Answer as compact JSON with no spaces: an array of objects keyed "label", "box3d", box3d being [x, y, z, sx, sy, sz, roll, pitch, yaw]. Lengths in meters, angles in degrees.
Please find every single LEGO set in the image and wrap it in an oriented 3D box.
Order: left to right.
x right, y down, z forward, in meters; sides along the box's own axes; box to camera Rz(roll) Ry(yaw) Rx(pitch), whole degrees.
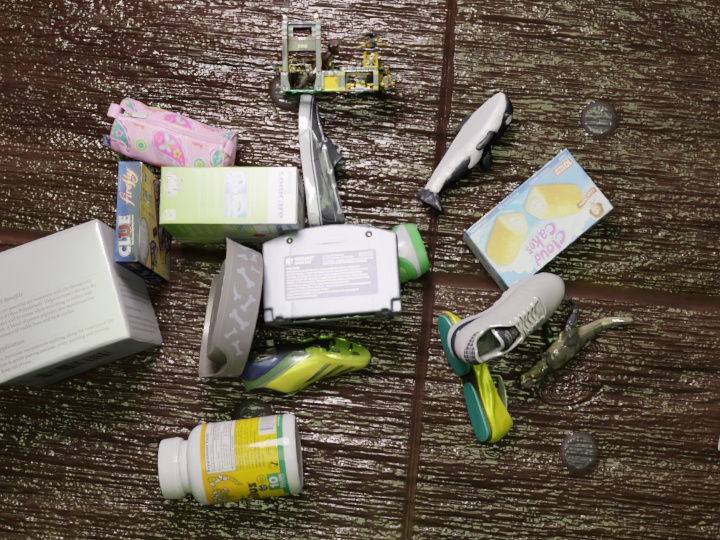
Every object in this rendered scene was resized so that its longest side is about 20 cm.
[{"label":"LEGO set","box3d":[-0.043,-0.327,1.443,0.195,0.154,0.119,1,99,9]}]

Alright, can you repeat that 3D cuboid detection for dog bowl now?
[{"label":"dog bowl","box3d":[-0.185,0.058,1.374,0.057,0.200,0.205,11,82,-13]}]

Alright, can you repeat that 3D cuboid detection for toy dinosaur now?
[{"label":"toy dinosaur","box3d":[0.303,0.094,1.432,0.198,0.047,0.089,-33,89,-6]}]

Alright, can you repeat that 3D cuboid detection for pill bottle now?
[{"label":"pill bottle","box3d":[-0.184,0.273,1.378,0.195,0.113,0.116,-7,81,0]}]

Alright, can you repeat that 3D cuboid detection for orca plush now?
[{"label":"orca plush","box3d":[0.176,-0.168,1.459,0.071,0.105,0.202,36,80,-25]}]

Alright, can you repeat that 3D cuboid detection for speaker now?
[{"label":"speaker","box3d":[0.000,0.000,1.428,0.196,0.088,0.090,-21,82,-2]}]

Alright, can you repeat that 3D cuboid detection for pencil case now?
[{"label":"pencil case","box3d":[-0.285,-0.198,1.463,0.196,0.087,0.089,18,82,3]}]

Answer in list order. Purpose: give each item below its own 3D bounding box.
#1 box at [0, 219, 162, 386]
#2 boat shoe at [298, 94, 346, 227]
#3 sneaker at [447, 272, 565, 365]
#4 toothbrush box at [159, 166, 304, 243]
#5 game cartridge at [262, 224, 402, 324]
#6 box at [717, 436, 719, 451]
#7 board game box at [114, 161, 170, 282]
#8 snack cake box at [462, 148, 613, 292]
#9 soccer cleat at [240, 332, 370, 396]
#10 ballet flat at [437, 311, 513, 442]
[{"label":"box","box3d":[-0.415,0.052,1.371,0.195,0.200,0.175,-19,84,-1]},{"label":"boat shoe","box3d":[-0.055,-0.167,1.461,0.066,0.072,0.205,-7,84,2]},{"label":"sneaker","box3d":[0.220,0.073,1.361,0.198,0.080,0.077,-34,103,-15]},{"label":"toothbrush box","box3d":[-0.183,-0.094,1.415,0.195,0.146,0.088,-1,81,0]},{"label":"game cartridge","box3d":[-0.041,0.003,1.367,0.195,0.041,0.136,-4,76,5]},{"label":"box","box3d":[0.636,0.208,1.376,0.195,0.106,0.156,13,82,3]},{"label":"board game box","box3d":[-0.309,-0.064,1.385,0.034,0.200,0.139,0,81,1]},{"label":"snack cake box","box3d":[0.264,-0.070,1.443,0.199,0.067,0.116,-39,82,-4]},{"label":"soccer cleat","box3d":[-0.082,0.144,1.431,0.195,0.065,0.086,-3,111,-4]},{"label":"ballet flat","box3d":[0.174,0.151,1.421,0.066,0.067,0.204,-17,84,-23]}]
